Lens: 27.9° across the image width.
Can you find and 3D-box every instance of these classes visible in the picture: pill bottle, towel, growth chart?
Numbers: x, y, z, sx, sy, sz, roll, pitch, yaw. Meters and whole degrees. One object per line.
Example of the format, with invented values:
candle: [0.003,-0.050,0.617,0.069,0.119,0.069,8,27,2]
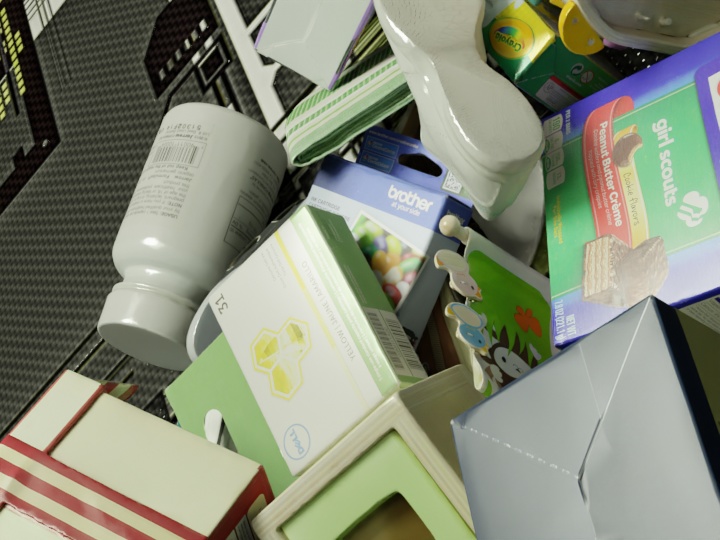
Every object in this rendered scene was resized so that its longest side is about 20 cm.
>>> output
pill bottle: [-0.141,-0.026,1.200,0.114,0.114,0.201,-6,58,45]
towel: [0.010,-0.135,1.079,0.152,0.023,0.200,-32,15,3]
growth chart: [0.109,0.062,0.887,0.018,0.144,0.201,-40,44,31]

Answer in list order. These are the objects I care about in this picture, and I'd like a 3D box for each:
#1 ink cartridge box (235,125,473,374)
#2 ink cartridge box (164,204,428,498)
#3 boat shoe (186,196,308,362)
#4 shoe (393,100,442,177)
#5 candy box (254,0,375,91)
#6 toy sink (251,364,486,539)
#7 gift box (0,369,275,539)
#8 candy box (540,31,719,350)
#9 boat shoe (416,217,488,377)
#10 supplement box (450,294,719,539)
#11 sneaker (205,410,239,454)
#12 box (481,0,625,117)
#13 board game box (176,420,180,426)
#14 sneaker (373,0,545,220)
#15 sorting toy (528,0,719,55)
ink cartridge box: [0.000,0.000,0.991,0.119,0.042,0.201,23,88,40]
ink cartridge box: [-0.059,0.076,0.958,0.200,0.048,0.146,-42,59,24]
boat shoe: [-0.073,0.006,1.127,0.066,0.070,0.200,-16,33,55]
shoe: [0.029,-0.070,1.092,0.053,0.070,0.201,28,94,42]
candy box: [0.007,-0.266,1.110,0.168,0.071,0.201,-59,4,48]
toy sink: [0.055,0.178,0.837,0.130,0.112,0.201,-42,78,24]
gift box: [-0.152,0.186,0.914,0.186,0.186,0.200,19,49,27]
candy box: [0.211,-0.045,0.879,0.199,0.077,0.170,-23,54,37]
boat shoe: [0.058,0.029,1.009,0.074,0.075,0.201,-41,44,29]
supplement box: [0.174,0.154,0.721,0.134,0.199,0.201,-35,48,30]
sneaker: [-0.064,0.153,1.030,0.115,0.075,0.202,-25,52,40]
box: [0.111,-0.175,1.022,0.048,0.117,0.201,-47,43,18]
board game box: [-0.073,0.112,1.142,0.199,0.028,0.136,-3,69,47]
sneaker: [0.053,-0.123,0.945,0.089,0.075,0.201,102,152,-58]
sorting toy: [0.155,-0.213,0.966,0.180,0.198,0.108,45,124,54]
